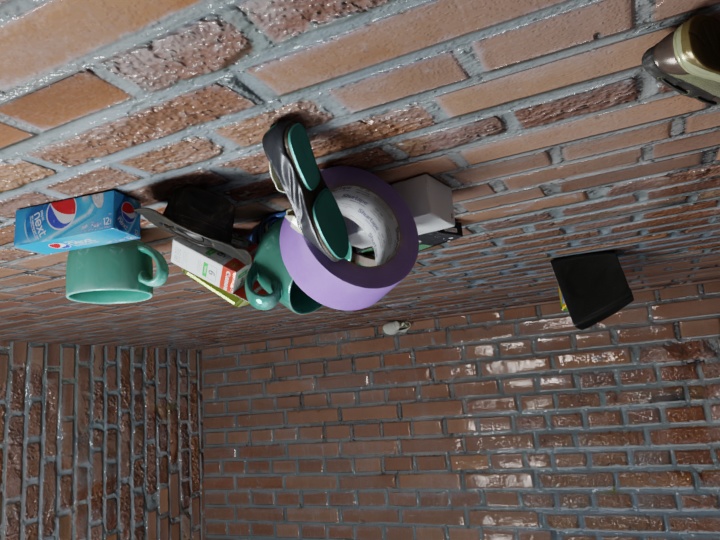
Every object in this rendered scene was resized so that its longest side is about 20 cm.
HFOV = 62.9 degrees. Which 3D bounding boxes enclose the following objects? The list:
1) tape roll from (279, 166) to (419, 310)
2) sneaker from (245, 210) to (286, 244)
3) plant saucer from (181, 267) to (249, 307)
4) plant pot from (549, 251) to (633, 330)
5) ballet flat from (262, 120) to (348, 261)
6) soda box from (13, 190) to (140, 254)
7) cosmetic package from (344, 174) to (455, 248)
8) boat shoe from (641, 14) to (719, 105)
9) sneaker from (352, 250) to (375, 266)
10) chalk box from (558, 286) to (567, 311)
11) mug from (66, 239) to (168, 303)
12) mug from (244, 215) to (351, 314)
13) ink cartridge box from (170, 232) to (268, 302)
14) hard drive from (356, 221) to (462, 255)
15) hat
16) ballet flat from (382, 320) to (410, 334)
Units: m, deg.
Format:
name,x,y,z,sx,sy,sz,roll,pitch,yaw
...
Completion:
name,x,y,z,sx,sy,sz,roll,pitch,yaw
tape roll,-0.017,-0.049,0.887,0.197,0.203,0.085,2,154,-28
sneaker,-0.168,-0.066,1.110,0.198,0.075,0.082,-23,161,32
plant saucer,-0.290,0.008,1.216,0.199,0.048,0.199,35,157,-11
plant pot,0.686,0.046,1.725,0.176,0.203,0.199,-23,162,22
ballet flat,-0.075,-0.100,0.775,0.072,0.202,0.073,-16,-149,10
soda box,-0.460,-0.076,0.958,0.197,0.065,0.068,-8,168,17
cosmetic package,0.053,-0.098,1.028,0.198,0.072,0.101,-11,167,31
boat shoe,0.372,-0.214,0.622,0.198,0.074,0.064,8,175,-34
sneaker,0.000,0.000,1.356,0.070,0.081,0.200,6,-173,-18
chalk box,0.776,0.074,2.019,0.123,0.126,0.199,-14,164,38
mug,-0.461,-0.007,1.128,0.182,0.116,0.152,-2,168,-16
mug,-0.113,-0.020,0.978,0.114,0.154,0.184,33,-166,27
ink cartridge box,-0.222,-0.014,1.044,0.198,0.051,0.109,26,-149,13
hard drive,0.102,-0.071,1.266,0.138,0.038,0.199,4,165,-37
hat,-0.249,-0.084,0.933,0.198,0.082,0.201,22,170,4
ballet flat,0.188,0.281,2.974,0.069,0.071,0.199,-13,170,36
